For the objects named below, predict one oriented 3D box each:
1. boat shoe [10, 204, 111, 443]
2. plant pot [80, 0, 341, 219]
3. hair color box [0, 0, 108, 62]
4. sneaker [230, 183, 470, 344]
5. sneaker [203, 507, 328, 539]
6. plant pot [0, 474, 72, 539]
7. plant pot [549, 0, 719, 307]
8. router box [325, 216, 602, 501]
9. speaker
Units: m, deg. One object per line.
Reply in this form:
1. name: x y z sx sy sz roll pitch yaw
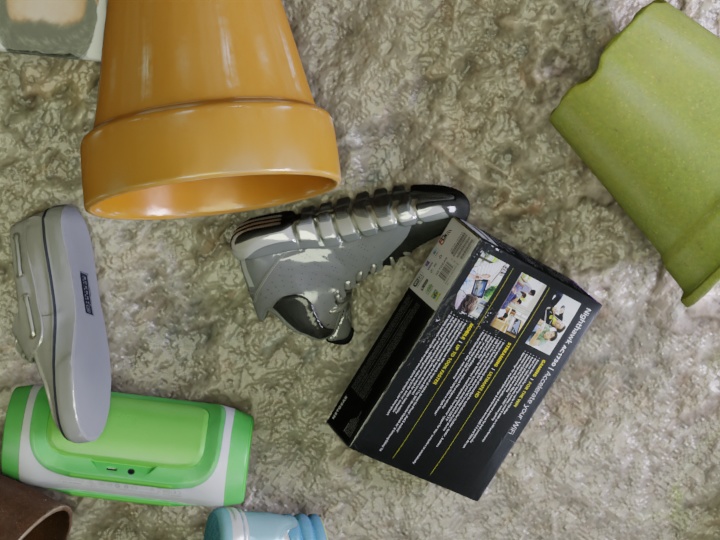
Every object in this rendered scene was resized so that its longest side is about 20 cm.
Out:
1. boat shoe: -0.250 0.046 1.482 0.065 0.072 0.201 -15 74 16
2. plant pot: -0.124 -0.147 1.426 0.199 0.200 0.184 -7 85 0
3. hair color box: -0.241 -0.271 1.459 0.098 0.061 0.201 5 100 -2
4. sneaker: 0.000 0.000 1.509 0.199 0.075 0.116 -10 106 10
5. sneaker: -0.072 0.290 1.550 0.130 0.080 0.201 0 119 -19
6. plant pot: -0.370 0.218 1.495 0.199 0.187 0.187 32 98 10
7. plant pot: 0.257 -0.107 1.440 0.184 0.200 0.200 43 97 4
8. router box: 0.085 0.076 1.495 0.149 0.051 0.201 27 100 -34
9. speaker: -0.191 0.145 1.517 0.199 0.088 0.089 7 99 -2
